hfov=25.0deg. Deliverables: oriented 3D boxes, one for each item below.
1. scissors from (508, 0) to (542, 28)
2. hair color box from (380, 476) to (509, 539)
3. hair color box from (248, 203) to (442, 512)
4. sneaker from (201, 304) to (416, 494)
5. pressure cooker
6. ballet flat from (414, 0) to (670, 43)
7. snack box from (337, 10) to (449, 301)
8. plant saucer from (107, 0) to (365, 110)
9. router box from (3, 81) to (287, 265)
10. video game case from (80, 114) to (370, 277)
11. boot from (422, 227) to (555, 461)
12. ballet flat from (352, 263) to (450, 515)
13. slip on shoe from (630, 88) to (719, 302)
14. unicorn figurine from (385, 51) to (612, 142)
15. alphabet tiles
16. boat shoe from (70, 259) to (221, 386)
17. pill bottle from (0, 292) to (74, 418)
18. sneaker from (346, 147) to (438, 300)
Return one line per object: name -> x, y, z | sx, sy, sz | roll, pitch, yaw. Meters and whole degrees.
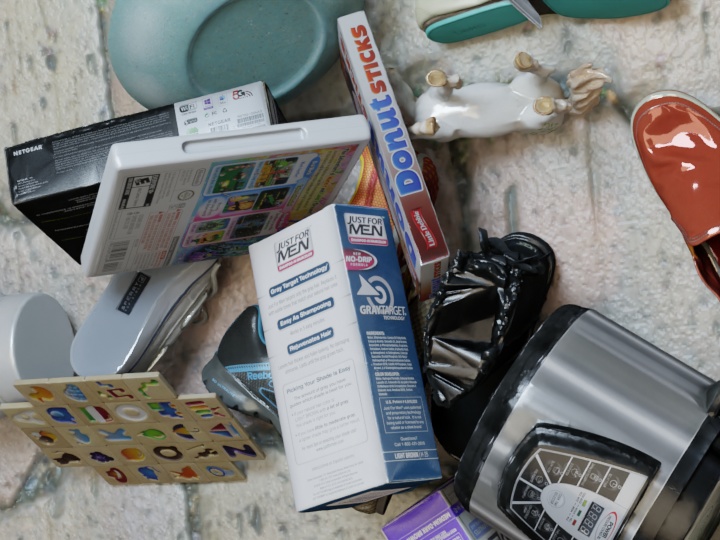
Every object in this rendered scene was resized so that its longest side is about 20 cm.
scissors -> 0.073, -0.235, 1.183 | 0.073, 0.014, 0.201 | -27, 60, 15
hair color box -> 0.108, 0.251, 1.213 | 0.065, 0.109, 0.201 | -34, 83, 21
hair color box -> -0.012, 0.063, 1.161 | 0.100, 0.060, 0.201 | -24, 72, 42
sneaker -> -0.032, 0.104, 1.275 | 0.199, 0.073, 0.082 | 32, 102, 14
pressure cooker -> 0.188, 0.137, 1.133 | 0.199, 0.176, 0.179 | 32, 73, 15
ballet flat -> 0.131, -0.214, 1.180 | 0.199, 0.069, 0.070 | -5, 94, 24
snack box -> 0.023, -0.082, 1.158 | 0.024, 0.072, 0.201 | -16, 69, -6
plant saucer -> -0.081, -0.171, 1.168 | 0.201, 0.200, 0.039 | -44, 49, 20
router box -> -0.147, -0.069, 1.220 | 0.199, 0.149, 0.051 | -13, 71, 5
video game case -> -0.103, -0.051, 1.176 | 0.181, 0.200, 0.024 | -9, 71, -19
boot -> 0.084, 0.063, 1.172 | 0.073, 0.162, 0.199 | 21, 104, 13
ballet flat -> 0.026, 0.084, 1.223 | 0.046, 0.067, 0.201 | 16, 81, 9
slip on shoe -> 0.253, -0.039, 1.147 | 0.074, 0.061, 0.201 | -29, 83, 24
unicorn figurine -> 0.079, -0.124, 1.186 | 0.199, 0.137, 0.074 | 11, 90, 6
alphabet tiles -> -0.184, 0.130, 1.310 | 0.199, 0.167, 0.006 | -5, 54, 23
boat shoe -> -0.152, 0.018, 1.317 | 0.074, 0.086, 0.203 | 25, 76, 23
pill bottle -> -0.351, 0.075, 1.382 | 0.199, 0.113, 0.114 | -7, 93, 23
sneaker -> 0.000, 0.000, 1.250 | 0.077, 0.073, 0.201 | 16, 86, 23
